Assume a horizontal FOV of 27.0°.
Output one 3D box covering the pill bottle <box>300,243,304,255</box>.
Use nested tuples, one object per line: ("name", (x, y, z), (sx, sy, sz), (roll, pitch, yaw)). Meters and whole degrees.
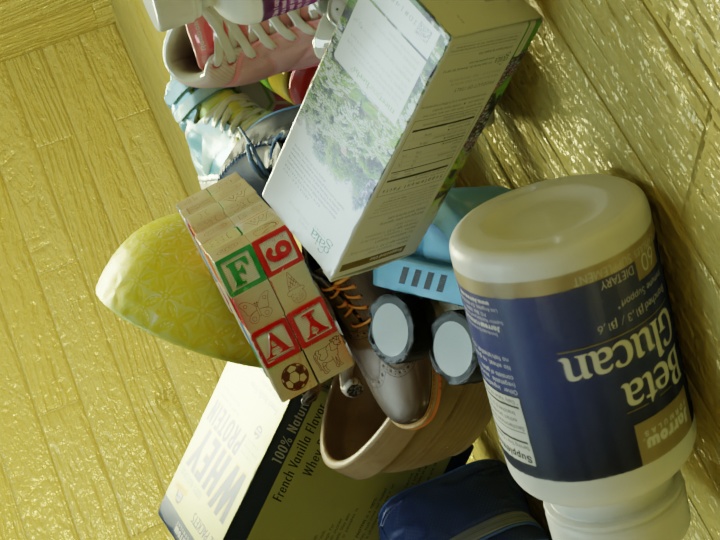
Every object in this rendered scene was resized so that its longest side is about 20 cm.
("pill bottle", (0.002, -0.020, 1.334), (0.201, 0.110, 0.112), (89, 158, -62))

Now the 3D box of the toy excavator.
("toy excavator", (0.058, -0.039, 1.019), (0.193, 0.099, 0.203), (14, 103, 49))

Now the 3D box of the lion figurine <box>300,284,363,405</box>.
("lion figurine", (0.000, 0.000, 1.174), (0.072, 0.200, 0.123), (26, -156, -35))

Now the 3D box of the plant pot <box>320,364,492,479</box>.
("plant pot", (0.054, 0.083, 1.194), (0.092, 0.202, 0.201), (26, -178, -16))

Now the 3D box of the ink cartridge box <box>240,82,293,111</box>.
("ink cartridge box", (-0.060, -0.152, 1.428), (0.059, 0.103, 0.202), (-134, 25, -68))

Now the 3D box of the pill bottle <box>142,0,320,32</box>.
("pill bottle", (-0.048, -0.222, 0.944), (0.112, 0.198, 0.113), (159, 90, -80))

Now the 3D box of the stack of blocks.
("stack of blocks", (-0.076, 0.007, 1.119), (0.116, 0.058, 0.200), (65, 173, -20))

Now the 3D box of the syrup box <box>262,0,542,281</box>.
("syrup box", (0.020, -0.095, 0.908), (0.079, 0.081, 0.201), (50, 136, 24))

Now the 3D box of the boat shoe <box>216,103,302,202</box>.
("boat shoe", (-0.050, -0.093, 1.186), (0.084, 0.069, 0.199), (45, 133, -17))

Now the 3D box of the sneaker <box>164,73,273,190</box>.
("sneaker", (-0.115, -0.137, 1.325), (0.199, 0.079, 0.132), (-7, 110, 61))

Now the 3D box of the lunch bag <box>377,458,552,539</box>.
("lunch bag", (0.106, 0.285, 1.304), (0.133, 0.135, 0.201), (-122, 12, -51))

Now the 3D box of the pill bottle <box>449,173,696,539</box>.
("pill bottle", (0.124, 0.059, 0.829), (0.111, 0.110, 0.202), (-134, 25, -66))

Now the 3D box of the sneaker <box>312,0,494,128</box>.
("sneaker", (0.022, -0.149, 1.000), (0.201, 0.098, 0.078), (-120, 14, -45))

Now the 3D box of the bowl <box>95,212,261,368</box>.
("bowl", (-0.120, -0.002, 1.302), (0.109, 0.198, 0.200), (-70, 21, 11))

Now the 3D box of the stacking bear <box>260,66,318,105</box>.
("stacking bear", (-0.040, -0.181, 1.258), (0.200, 0.114, 0.121), (50, -178, 32))

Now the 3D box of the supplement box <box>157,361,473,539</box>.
("supplement box", (-0.043, 0.191, 1.365), (0.202, 0.198, 0.134), (-64, 31, 7))

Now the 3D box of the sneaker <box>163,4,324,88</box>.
("sneaker", (-0.070, -0.188, 1.147), (0.199, 0.104, 0.076), (-18, 87, 38))

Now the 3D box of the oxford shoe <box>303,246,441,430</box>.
("oxford shoe", (-0.003, 0.020, 1.067), (0.073, 0.071, 0.202), (-4, -111, -55))
